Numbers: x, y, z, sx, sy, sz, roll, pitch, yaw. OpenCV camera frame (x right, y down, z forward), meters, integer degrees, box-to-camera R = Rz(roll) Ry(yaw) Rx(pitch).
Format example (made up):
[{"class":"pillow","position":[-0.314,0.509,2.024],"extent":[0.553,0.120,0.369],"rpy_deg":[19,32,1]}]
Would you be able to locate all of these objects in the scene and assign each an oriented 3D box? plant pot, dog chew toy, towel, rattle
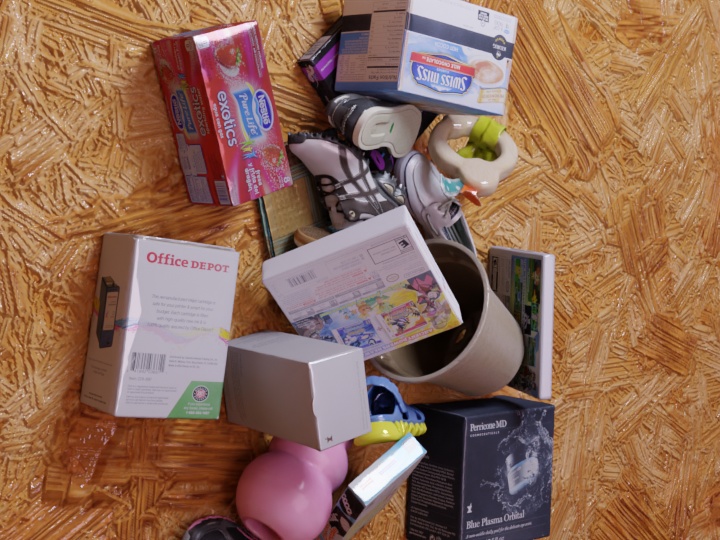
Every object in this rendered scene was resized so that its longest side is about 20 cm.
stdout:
[{"class":"plant pot","position":[0.129,0.085,1.590],"extent":[0.183,0.199,0.202],"rpy_deg":[35,72,-49]},{"class":"dog chew toy","position":[-0.072,0.250,1.466],"extent":[0.125,0.124,0.201],"rpy_deg":[54,54,-30]},{"class":"towel","position":[-0.069,-0.072,1.500],"extent":[0.146,0.022,0.202],"rpy_deg":[-21,106,-37]},{"class":"rattle","position":[0.137,-0.113,1.566],"extent":[0.129,0.143,0.201],"rpy_deg":[22,43,-16]}]

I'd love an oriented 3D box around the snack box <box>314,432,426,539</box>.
[{"class":"snack box","position":[0.009,0.296,1.501],"extent":[0.037,0.201,0.116],"rpy_deg":[45,56,14]}]

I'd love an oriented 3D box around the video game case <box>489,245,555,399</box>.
[{"class":"video game case","position":[0.230,0.071,1.666],"extent":[0.022,0.182,0.203],"rpy_deg":[0,95,-18]}]

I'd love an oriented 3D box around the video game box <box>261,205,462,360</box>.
[{"class":"video game box","position":[0.004,0.029,1.446],"extent":[0.047,0.198,0.183],"rpy_deg":[-92,157,-52]}]

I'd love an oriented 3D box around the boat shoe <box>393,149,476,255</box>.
[{"class":"boat shoe","position":[0.114,-0.086,1.604],"extent":[0.074,0.066,0.201],"rpy_deg":[-52,133,-23]}]

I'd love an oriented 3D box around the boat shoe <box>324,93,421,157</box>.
[{"class":"boat shoe","position":[0.023,-0.190,1.475],"extent":[0.200,0.067,0.072],"rpy_deg":[-3,117,-64]}]

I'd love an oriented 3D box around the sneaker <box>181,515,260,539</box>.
[{"class":"sneaker","position":[-0.134,0.366,1.437],"extent":[0.199,0.095,0.080],"rpy_deg":[30,76,-37]}]

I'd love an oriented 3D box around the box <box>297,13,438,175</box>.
[{"class":"box","position":[0.016,-0.245,1.546],"extent":[0.143,0.036,0.201],"rpy_deg":[-49,121,-25]}]

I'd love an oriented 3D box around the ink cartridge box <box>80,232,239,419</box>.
[{"class":"ink cartridge box","position":[-0.229,0.064,1.331],"extent":[0.144,0.087,0.202],"rpy_deg":[8,91,-41]}]

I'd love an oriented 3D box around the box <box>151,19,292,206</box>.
[{"class":"box","position":[-0.162,-0.184,1.356],"extent":[0.095,0.099,0.202],"rpy_deg":[-23,108,-36]}]

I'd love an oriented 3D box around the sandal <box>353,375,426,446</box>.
[{"class":"sandal","position":[0.039,0.184,1.537],"extent":[0.200,0.079,0.088],"rpy_deg":[28,52,-77]}]

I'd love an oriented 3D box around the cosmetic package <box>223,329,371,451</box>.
[{"class":"cosmetic package","position":[-0.083,0.140,1.389],"extent":[0.084,0.199,0.109],"rpy_deg":[-14,104,-38]}]

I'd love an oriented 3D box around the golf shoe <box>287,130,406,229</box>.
[{"class":"golf shoe","position":[-0.023,-0.105,1.473],"extent":[0.199,0.077,0.095],"rpy_deg":[32,73,-35]}]

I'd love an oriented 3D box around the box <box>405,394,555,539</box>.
[{"class":"box","position":[0.176,0.294,1.681],"extent":[0.195,0.117,0.203],"rpy_deg":[-1,94,-40]}]

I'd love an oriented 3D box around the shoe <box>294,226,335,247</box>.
[{"class":"shoe","position":[0.000,0.000,1.487],"extent":[0.198,0.070,0.054],"rpy_deg":[22,102,-19]}]

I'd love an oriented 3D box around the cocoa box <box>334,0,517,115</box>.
[{"class":"cocoa box","position":[0.085,-0.279,1.490],"extent":[0.199,0.133,0.133],"rpy_deg":[5,93,-41]}]
